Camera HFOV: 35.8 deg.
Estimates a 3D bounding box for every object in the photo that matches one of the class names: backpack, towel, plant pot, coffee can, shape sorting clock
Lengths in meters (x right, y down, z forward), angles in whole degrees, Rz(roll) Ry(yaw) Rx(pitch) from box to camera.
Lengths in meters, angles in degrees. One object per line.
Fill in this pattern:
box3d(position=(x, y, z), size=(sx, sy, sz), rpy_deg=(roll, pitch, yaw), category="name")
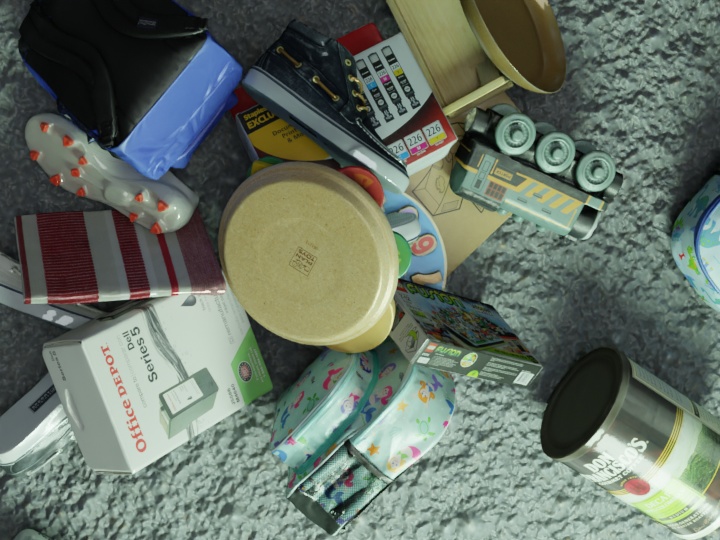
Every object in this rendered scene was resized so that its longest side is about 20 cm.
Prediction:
box3d(position=(-0.238, -0.204, 1.125), size=(0.200, 0.168, 0.163), rpy_deg=(40, 85, 20), category="backpack")
box3d(position=(0.477, -0.046, 1.303), size=(0.200, 0.147, 0.183), rpy_deg=(-43, 101, -2), category="backpack")
box3d(position=(0.003, 0.156, 1.194), size=(0.199, 0.178, 0.151), rpy_deg=(-38, 106, 14), category="backpack")
box3d(position=(-0.248, -0.015, 1.145), size=(0.198, 0.145, 0.023), rpy_deg=(-3, 128, -20), category="towel")
box3d(position=(0.159, -0.280, 1.209), size=(0.027, 0.200, 0.201), rpy_deg=(-24, 104, 33), category="plant pot")
box3d(position=(0.332, 0.200, 1.298), size=(0.199, 0.146, 0.147), rpy_deg=(32, 89, -14), category="coffee can")
box3d(position=(0.000, 0.000, 1.248), size=(0.197, 0.039, 0.202), rpy_deg=(0, 101, -2), category="shape sorting clock")

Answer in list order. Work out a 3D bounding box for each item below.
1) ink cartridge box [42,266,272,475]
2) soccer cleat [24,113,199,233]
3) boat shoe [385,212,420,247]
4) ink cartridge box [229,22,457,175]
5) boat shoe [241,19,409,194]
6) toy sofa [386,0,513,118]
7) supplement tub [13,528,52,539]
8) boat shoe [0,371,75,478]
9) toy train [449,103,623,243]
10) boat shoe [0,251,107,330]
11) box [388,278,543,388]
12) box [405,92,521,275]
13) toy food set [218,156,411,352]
box3d(position=(-0.206, 0.101, 1.157), size=(0.199, 0.084, 0.147), rpy_deg=(-30, 105, -42), category="ink cartridge box")
box3d(position=(-0.264, -0.104, 1.183), size=(0.199, 0.078, 0.070), rpy_deg=(31, 118, 4), category="soccer cleat")
box3d(position=(-0.025, -0.006, 1.200), size=(0.198, 0.072, 0.063), rpy_deg=(-19, 106, 10), category="boat shoe")
box3d(position=(-0.027, -0.163, 1.193), size=(0.199, 0.084, 0.177), rpy_deg=(-28, 86, -8), category="ink cartridge box")
box3d(position=(-0.016, -0.166, 1.115), size=(0.199, 0.071, 0.091), rpy_deg=(37, 83, 3), category="boat shoe")
box3d(position=(0.088, -0.274, 1.224), size=(0.082, 0.098, 0.201), rpy_deg=(-26, 95, 17), category="toy sofa")
box3d(position=(-0.307, 0.377, 1.194), size=(0.199, 0.122, 0.123), rpy_deg=(34, 89, -14), category="supplement tub")
box3d(position=(-0.306, 0.145, 1.199), size=(0.200, 0.071, 0.068), rpy_deg=(-43, 137, -18), category="boat shoe")
box3d(position=(0.194, -0.108, 1.248), size=(0.198, 0.085, 0.115), rpy_deg=(22, 104, -15), category="toy train")
box3d(position=(-0.340, 0.004, 1.177), size=(0.200, 0.075, 0.087), rpy_deg=(23, 81, -7), category="boat shoe")
box3d(position=(0.102, 0.067, 1.208), size=(0.199, 0.110, 0.035), rpy_deg=(16, 118, -44), category="box")
box3d(position=(0.111, -0.115, 1.279), size=(0.200, 0.021, 0.164), rpy_deg=(-43, 102, -4), category="box")
box3d(position=(-0.048, -0.018, 1.112), size=(0.198, 0.049, 0.200), rpy_deg=(18, 116, 12), category="toy food set")
